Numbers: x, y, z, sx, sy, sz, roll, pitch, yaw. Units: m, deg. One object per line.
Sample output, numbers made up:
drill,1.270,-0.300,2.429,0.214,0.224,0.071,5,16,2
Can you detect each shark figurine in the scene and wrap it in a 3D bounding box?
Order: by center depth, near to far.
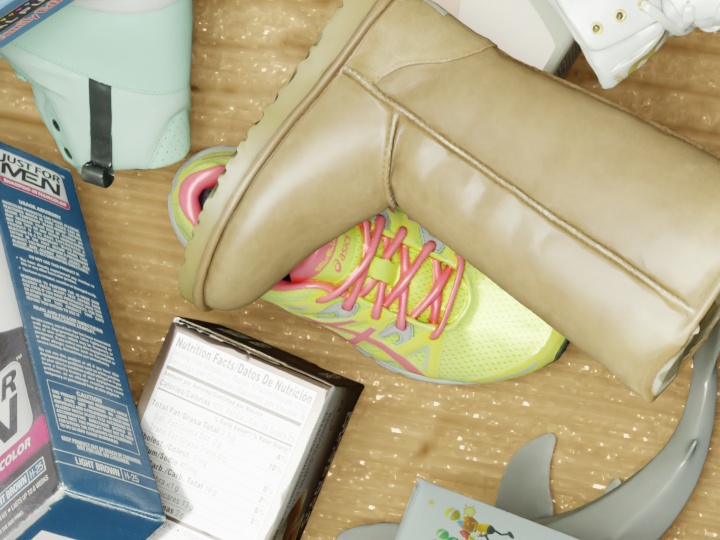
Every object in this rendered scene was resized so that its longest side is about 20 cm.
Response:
shark figurine,0.106,0.106,1.073,0.214,0.089,0.128,-40,86,5

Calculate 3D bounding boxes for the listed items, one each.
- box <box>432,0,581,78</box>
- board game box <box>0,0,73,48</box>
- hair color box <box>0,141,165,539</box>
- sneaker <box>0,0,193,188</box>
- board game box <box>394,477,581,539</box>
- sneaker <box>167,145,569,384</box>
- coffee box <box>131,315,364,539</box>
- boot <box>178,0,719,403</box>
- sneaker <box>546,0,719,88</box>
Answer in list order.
box,0.072,-0.131,1.080,0.077,0.095,0.201,32,90,6
board game box,-0.175,-0.195,0.990,0.150,0.047,0.201,-29,81,24
hair color box,-0.157,0.049,1.047,0.100,0.060,0.201,-42,47,26
sneaker,-0.163,-0.102,1.112,0.199,0.074,0.119,17,126,30
board game box,0.098,0.186,1.038,0.199,0.148,0.064,19,50,5
sneaker,0.000,0.000,1.084,0.199,0.090,0.079,19,89,5
coffee box,-0.077,0.128,1.076,0.079,0.114,0.201,23,89,6
boot,0.045,-0.010,0.990,0.199,0.066,0.176,35,97,13
sneaker,0.150,-0.110,0.997,0.200,0.074,0.116,38,93,13
